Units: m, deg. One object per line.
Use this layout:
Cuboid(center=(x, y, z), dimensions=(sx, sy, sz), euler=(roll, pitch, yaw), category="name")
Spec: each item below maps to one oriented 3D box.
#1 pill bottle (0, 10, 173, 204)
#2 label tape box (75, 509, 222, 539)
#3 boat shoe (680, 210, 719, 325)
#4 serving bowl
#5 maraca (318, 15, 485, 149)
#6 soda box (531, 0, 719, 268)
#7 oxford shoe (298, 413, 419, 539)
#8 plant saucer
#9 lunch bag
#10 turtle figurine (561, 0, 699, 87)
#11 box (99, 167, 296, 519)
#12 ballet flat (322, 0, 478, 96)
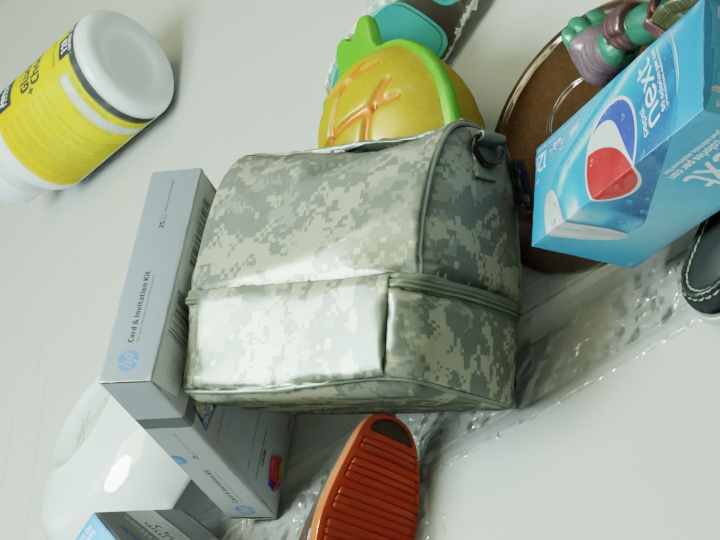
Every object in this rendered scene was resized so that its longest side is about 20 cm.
Cuboid(center=(-0.273, -0.145, 1.677), dimensions=(0.200, 0.112, 0.112), euler=(-34, 40, 34), category="pill bottle")
Cuboid(center=(-0.173, 0.228, 1.158), dimensions=(0.063, 0.200, 0.144), euler=(36, 96, 19), category="label tape box")
Cuboid(center=(0.225, -0.066, 0.967), dimensions=(0.200, 0.060, 0.076), euler=(-59, 32, 1), category="boat shoe")
Cuboid(center=(-0.178, 0.125, 1.328), dimensions=(0.200, 0.066, 0.200), euler=(-47, 22, 25), category="serving bowl")
Cuboid(center=(0.019, -0.095, 1.226), dimensions=(0.200, 0.107, 0.138), euler=(51, 129, 53), category="maraca")
Cuboid(center=(0.161, -0.066, 0.950), dimensions=(0.200, 0.068, 0.064), euler=(135, 143, -63), category="soda box")
Cuboid(center=(-0.022, 0.182, 1.101), dimensions=(0.072, 0.071, 0.201), euler=(-7, 59, 57), category="oxford shoe")
Cuboid(center=(0.146, -0.094, 1.130), dimensions=(0.200, 0.032, 0.201), euler=(-35, 40, 35), category="plant saucer")
Cuboid(center=(0.000, 0.000, 1.100), dimensions=(0.199, 0.139, 0.169), euler=(-5, 79, 37), category="lunch bag")
Cuboid(center=(0.182, -0.159, 0.967), dimensions=(0.200, 0.149, 0.101), euler=(118, 165, -70), category="turtle figurine")
Cuboid(center=(-0.095, 0.052, 1.191), dimensions=(0.041, 0.200, 0.156), euler=(-4, 58, 23), category="box")
Cuboid(center=(0.052, -0.195, 1.326), dimensions=(0.200, 0.072, 0.072), euler=(-49, 33, 12), category="ballet flat")
